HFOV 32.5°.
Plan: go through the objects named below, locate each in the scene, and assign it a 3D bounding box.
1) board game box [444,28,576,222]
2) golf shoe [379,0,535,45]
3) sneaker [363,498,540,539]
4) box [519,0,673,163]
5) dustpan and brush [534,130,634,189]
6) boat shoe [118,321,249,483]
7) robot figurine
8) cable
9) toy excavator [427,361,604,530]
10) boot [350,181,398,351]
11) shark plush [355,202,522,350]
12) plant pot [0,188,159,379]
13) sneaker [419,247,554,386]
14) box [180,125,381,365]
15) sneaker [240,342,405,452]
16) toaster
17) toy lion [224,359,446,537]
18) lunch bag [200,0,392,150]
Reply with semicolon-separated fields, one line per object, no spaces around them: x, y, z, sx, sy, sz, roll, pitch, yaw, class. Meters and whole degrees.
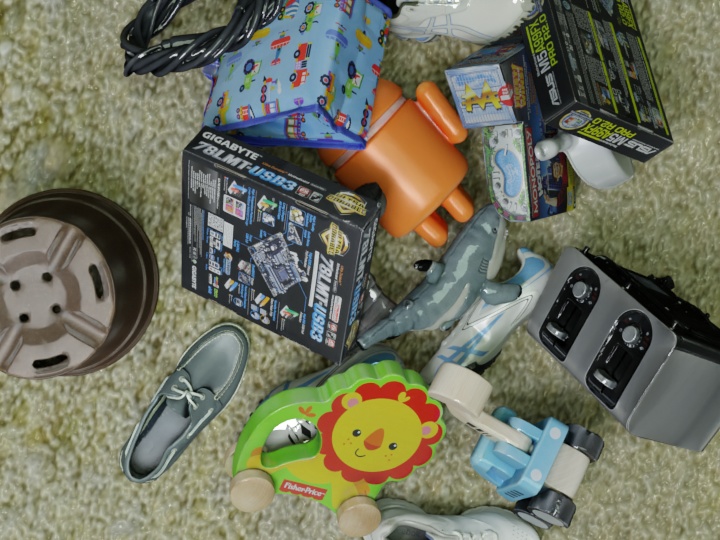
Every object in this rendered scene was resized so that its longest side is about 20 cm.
0.154;-0.152;1.254;0.061;0.199;0.203;-3;95;29;board game box
0.081;-0.270;1.242;0.097;0.198;0.080;6;85;-45;golf shoe
0.101;0.296;1.333;0.197;0.087;0.076;4;92;-6;sneaker
0.231;-0.222;1.250;0.159;0.044;0.202;14;56;-40;box
0.227;-0.141;1.283;0.057;0.200;0.141;-16;96;23;dustpan and brush
-0.185;0.144;1.310;0.073;0.062;0.201;38;90;-6;boat shoe
0.032;-0.115;1.287;0.200;0.144;0.117;46;51;-6;robot figurine
-0.160;-0.258;1.249;0.200;0.163;0.051;-45;139;-11;cable
0.149;0.176;1.282;0.198;0.195;0.101;28;74;1;toy excavator
0.000;0.000;1.273;0.132;0.200;0.070;47;53;-5;boot
0.070;0.010;1.258;0.198;0.091;0.084;-28;134;-10;shark plush
-0.305;0.019;1.224;0.197;0.198;0.203;0;94;-6;plant pot
0.129;0.060;1.329;0.200;0.072;0.073;-44;73;1;sneaker
-0.085;-0.022;1.227;0.196;0.201;0.050;23;48;13;box
-0.040;0.147;1.313;0.199;0.073;0.072;-32;124;-4;sneaker
0.292;0.079;1.266;0.199;0.181;0.119;17;111;-41;toaster
-0.019;0.172;1.267;0.198;0.069;0.193;17;116;-21;toy lion
-0.084;-0.204;1.241;0.198;0.094;0.153;1;71;34;lunch bag
